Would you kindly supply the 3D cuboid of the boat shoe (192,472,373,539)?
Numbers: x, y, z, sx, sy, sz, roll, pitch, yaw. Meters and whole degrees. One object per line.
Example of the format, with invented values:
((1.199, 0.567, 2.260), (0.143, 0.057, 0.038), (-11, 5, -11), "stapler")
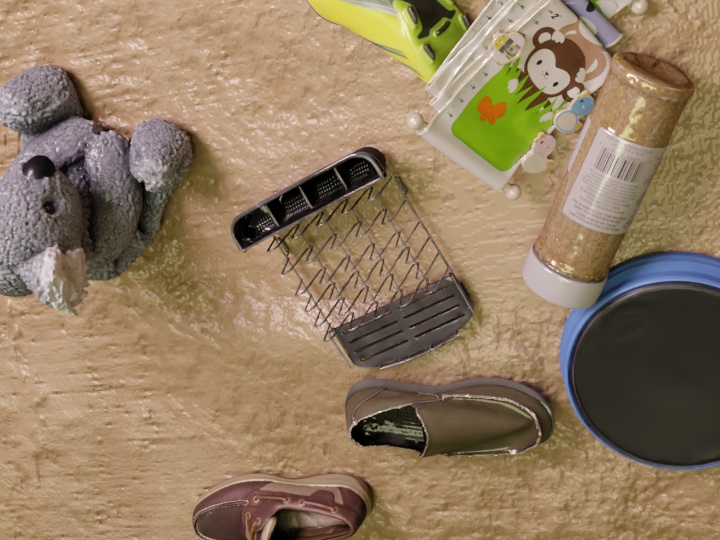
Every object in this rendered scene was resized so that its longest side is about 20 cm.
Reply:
((-0.087, 0.251, 1.130), (0.198, 0.072, 0.073), (-7, 114, 19), "boat shoe")

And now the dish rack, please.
((0.000, 0.000, 0.990), (0.152, 0.055, 0.201), (-25, 107, 26), "dish rack")

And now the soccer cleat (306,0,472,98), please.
((0.015, -0.206, 0.891), (0.200, 0.065, 0.084), (41, 151, -12), "soccer cleat")

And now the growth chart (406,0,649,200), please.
((0.130, -0.154, 0.867), (0.144, 0.018, 0.201), (22, 117, -26), "growth chart")

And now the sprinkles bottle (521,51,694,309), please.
((0.192, -0.068, 0.892), (0.068, 0.068, 0.201), (22, 119, 5), "sprinkles bottle")

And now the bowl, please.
((0.269, 0.083, 0.962), (0.198, 0.039, 0.203), (7, 117, 13), "bowl")

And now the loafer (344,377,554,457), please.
((0.076, 0.144, 1.030), (0.198, 0.070, 0.076), (-2, 115, 17), "loafer")

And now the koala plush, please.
((-0.267, -0.043, 0.962), (0.176, 0.200, 0.185), (24, 120, 3), "koala plush")
